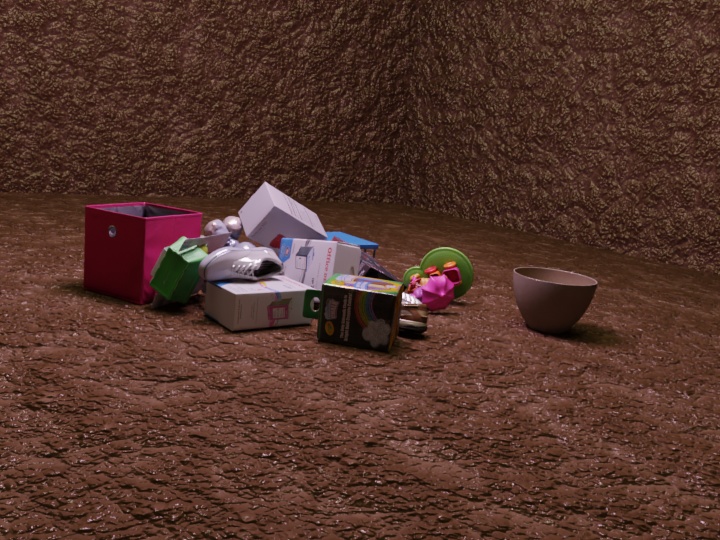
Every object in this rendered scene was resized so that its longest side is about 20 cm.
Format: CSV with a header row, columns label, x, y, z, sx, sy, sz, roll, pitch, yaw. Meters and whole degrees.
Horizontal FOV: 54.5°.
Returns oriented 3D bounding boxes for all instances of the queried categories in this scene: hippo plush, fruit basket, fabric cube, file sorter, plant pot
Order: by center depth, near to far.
label,x,y,z,sx,sy,sz,roll,pitch,yaw
fruit basket,-0.388,-0.009,1.595,0.094,0.185,0.200,34,18,6
fabric cube,-0.517,-0.048,1.660,0.196,0.200,0.200,13,13,26
plant pot,0.467,0.078,1.719,0.200,0.135,0.200,6,10,-1
hippo plush,-0.346,-0.026,1.867,0.159,0.200,0.161,-30,54,-25
file sorter,-0.066,-0.035,1.997,0.138,0.123,0.200,-2,13,-34

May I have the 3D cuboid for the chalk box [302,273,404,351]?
label,x,y,z,sx,sy,sz,roll,pitch,yaw
chalk box,-0.020,0.081,1.470,0.199,0.125,0.124,9,12,10

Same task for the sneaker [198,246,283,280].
label,x,y,z,sx,sy,sz,roll,pitch,yaw
sneaker,-0.253,-0.011,1.518,0.200,0.073,0.071,-14,35,-42

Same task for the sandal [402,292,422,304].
label,x,y,z,sx,sy,sz,roll,pitch,yaw
sandal,0.055,0.090,1.645,0.202,0.083,0.050,8,-32,17

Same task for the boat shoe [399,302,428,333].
label,x,y,z,sx,sy,sz,roll,pitch,yaw
boat shoe,0.056,0.088,1.565,0.199,0.074,0.076,11,-7,9

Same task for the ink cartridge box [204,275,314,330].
label,x,y,z,sx,sy,sz,roll,pitch,yaw
ink cartridge box,-0.220,0.067,1.533,0.200,0.085,0.144,-1,13,-38

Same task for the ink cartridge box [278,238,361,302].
label,x,y,z,sx,sy,sz,roll,pitch,yaw
ink cartridge box,-0.106,0.002,1.667,0.200,0.147,0.086,5,-5,45

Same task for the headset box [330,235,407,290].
label,x,y,z,sx,sy,sz,roll,pitch,yaw
headset box,0.000,0.000,1.768,0.149,0.075,0.200,28,9,-42

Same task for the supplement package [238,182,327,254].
label,x,y,z,sx,sy,sz,roll,pitch,yaw
supplement package,-0.211,-0.123,1.905,0.200,0.121,0.120,30,22,-40

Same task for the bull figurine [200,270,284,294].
label,x,y,z,sx,sy,sz,roll,pitch,yaw
bull figurine,-0.271,0.019,1.624,0.200,0.122,0.065,9,31,-43

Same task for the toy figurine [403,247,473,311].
label,x,y,z,sx,sy,sz,roll,pitch,yaw
toy figurine,0.183,0.042,1.829,0.200,0.151,0.184,-13,14,22
